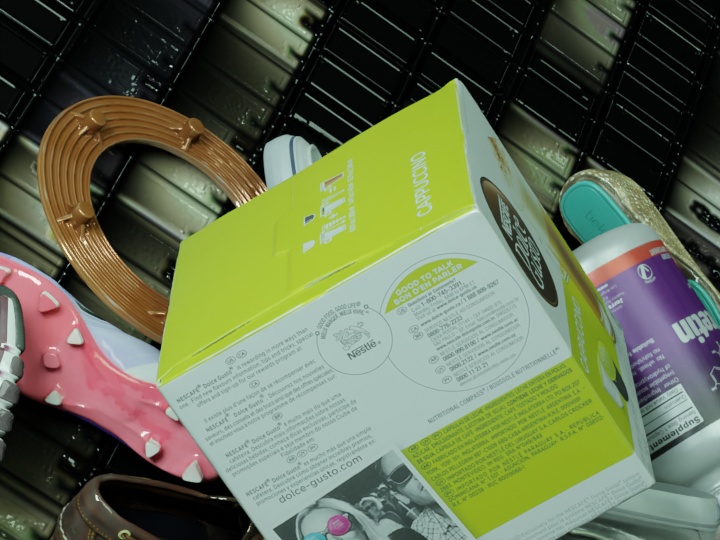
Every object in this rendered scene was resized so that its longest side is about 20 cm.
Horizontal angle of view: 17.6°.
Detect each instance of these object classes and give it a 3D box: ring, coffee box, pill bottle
[{"bbox_3d":[-0.111,-0.031,1.439,0.200,0.019,0.201,29,38,-26],"label":"ring"},{"bbox_3d":[0.025,0.047,1.306,0.198,0.200,0.200,56,13,-20],"label":"coffee box"},{"bbox_3d":[0.196,0.076,1.541,0.112,0.112,0.200,-23,76,-41],"label":"pill bottle"}]

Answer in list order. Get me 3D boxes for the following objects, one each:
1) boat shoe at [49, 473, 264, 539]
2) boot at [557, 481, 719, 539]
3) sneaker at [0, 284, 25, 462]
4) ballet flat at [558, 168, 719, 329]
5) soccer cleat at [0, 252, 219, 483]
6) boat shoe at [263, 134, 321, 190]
[{"bbox_3d":[-0.078,0.163,1.323,0.200,0.070,0.070,13,35,-30],"label":"boat shoe"},{"bbox_3d":[0.122,0.171,1.459,0.200,0.074,0.096,11,92,2],"label":"boot"},{"bbox_3d":[-0.252,0.086,1.251,0.115,0.076,0.200,17,61,-19],"label":"sneaker"},{"bbox_3d":[0.218,0.008,1.635,0.200,0.070,0.065,57,33,5],"label":"ballet flat"},{"bbox_3d":[-0.154,0.056,1.363,0.200,0.067,0.076,33,10,-1],"label":"soccer cleat"},{"bbox_3d":[0.000,0.000,1.476,0.200,0.067,0.074,70,15,10],"label":"boat shoe"}]
